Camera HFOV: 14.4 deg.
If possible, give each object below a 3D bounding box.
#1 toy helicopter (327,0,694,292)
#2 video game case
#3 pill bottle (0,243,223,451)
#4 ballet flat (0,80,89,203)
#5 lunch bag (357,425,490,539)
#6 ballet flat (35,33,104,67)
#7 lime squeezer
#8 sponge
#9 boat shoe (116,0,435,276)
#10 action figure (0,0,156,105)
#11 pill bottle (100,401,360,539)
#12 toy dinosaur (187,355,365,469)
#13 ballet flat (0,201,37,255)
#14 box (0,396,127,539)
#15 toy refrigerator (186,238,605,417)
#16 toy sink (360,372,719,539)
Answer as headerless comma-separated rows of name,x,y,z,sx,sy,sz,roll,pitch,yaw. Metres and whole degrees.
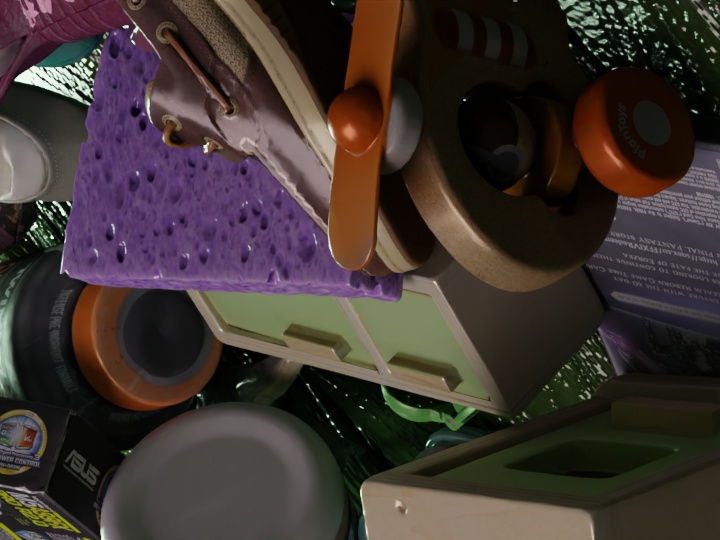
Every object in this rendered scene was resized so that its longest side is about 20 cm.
toy helicopter,0.020,-0.083,1.015,0.079,0.132,0.200,-30,87,49
video game case,0.145,0.017,1.110,0.143,0.019,0.200,14,143,41
pill bottle,-0.145,0.040,1.406,0.106,0.106,0.200,50,150,-16
ballet flat,-0.203,-0.064,1.316,0.200,0.064,0.067,21,135,1
lunch bag,0.097,0.162,1.311,0.200,0.077,0.160,22,148,32
ballet flat,-0.197,-0.155,1.226,0.200,0.067,0.070,32,-179,7
lime squeezer,0.041,0.036,1.256,0.200,0.038,0.071,11,112,48
sponge,-0.048,-0.046,1.165,0.030,0.112,0.200,15,172,-39
boat shoe,-0.048,-0.076,1.055,0.072,0.072,0.200,-33,95,23
action figure,-0.122,-0.117,1.112,0.200,0.149,0.134,-19,131,22
pill bottle,-0.044,0.163,1.373,0.116,0.116,0.200,23,152,30
toy dinosaur,-0.052,0.073,1.405,0.088,0.047,0.200,53,147,-9
ballet flat,-0.239,-0.079,1.388,0.200,0.071,0.069,51,155,-18
box,-0.178,0.108,1.392,0.160,0.044,0.200,8,160,22
toy refrigerator,0.000,0.000,1.190,0.200,0.070,0.076,12,140,49
toy sink,0.120,0.105,1.105,0.130,0.200,0.112,3,104,51
